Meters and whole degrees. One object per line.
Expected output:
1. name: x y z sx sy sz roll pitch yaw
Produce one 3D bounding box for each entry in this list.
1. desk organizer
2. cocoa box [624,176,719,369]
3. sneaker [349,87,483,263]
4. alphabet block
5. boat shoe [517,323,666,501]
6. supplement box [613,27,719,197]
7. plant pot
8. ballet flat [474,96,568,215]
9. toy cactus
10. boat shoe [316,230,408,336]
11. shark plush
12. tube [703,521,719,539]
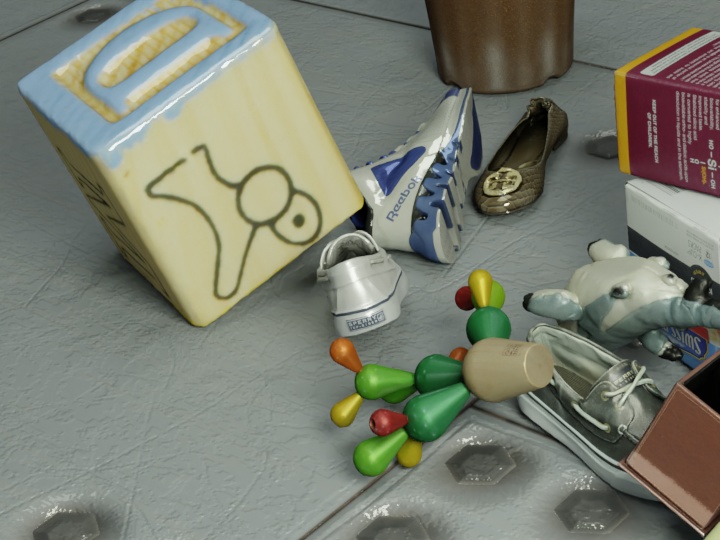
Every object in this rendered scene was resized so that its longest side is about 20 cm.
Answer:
1. desk organizer: 0.261 0.090 1.132 0.072 0.077 0.199 39 36 19
2. cocoa box: 0.322 -0.017 1.304 0.198 0.133 0.133 -19 29 -19
3. sneaker: 0.042 -0.088 1.535 0.114 0.081 0.201 1 44 18
4. alphabet block: -0.146 -0.109 1.470 0.194 0.201 0.196 -35 37 -11
5. boat shoe: 0.180 0.098 1.202 0.072 0.072 0.199 -28 36 -32
6. supplement box: 0.299 -0.110 1.249 0.199 0.087 0.110 19 37 42
7. plant pot: 0.145 -0.307 1.789 0.197 0.200 0.201 -6 30 3
8. ballet flat: 0.154 -0.112 1.600 0.067 0.047 0.200 5 32 23
9. toy cactus: 0.069 0.066 1.234 0.164 0.103 0.200 -10 22 48
10. boat shoe: 0.000 0.000 1.373 0.073 0.066 0.200 -19 9 -2
11. shark plush: 0.216 0.029 1.245 0.199 0.084 0.091 -7 25 46
12. tube: 0.219 0.196 1.034 0.052 0.059 0.199 28 46 34
